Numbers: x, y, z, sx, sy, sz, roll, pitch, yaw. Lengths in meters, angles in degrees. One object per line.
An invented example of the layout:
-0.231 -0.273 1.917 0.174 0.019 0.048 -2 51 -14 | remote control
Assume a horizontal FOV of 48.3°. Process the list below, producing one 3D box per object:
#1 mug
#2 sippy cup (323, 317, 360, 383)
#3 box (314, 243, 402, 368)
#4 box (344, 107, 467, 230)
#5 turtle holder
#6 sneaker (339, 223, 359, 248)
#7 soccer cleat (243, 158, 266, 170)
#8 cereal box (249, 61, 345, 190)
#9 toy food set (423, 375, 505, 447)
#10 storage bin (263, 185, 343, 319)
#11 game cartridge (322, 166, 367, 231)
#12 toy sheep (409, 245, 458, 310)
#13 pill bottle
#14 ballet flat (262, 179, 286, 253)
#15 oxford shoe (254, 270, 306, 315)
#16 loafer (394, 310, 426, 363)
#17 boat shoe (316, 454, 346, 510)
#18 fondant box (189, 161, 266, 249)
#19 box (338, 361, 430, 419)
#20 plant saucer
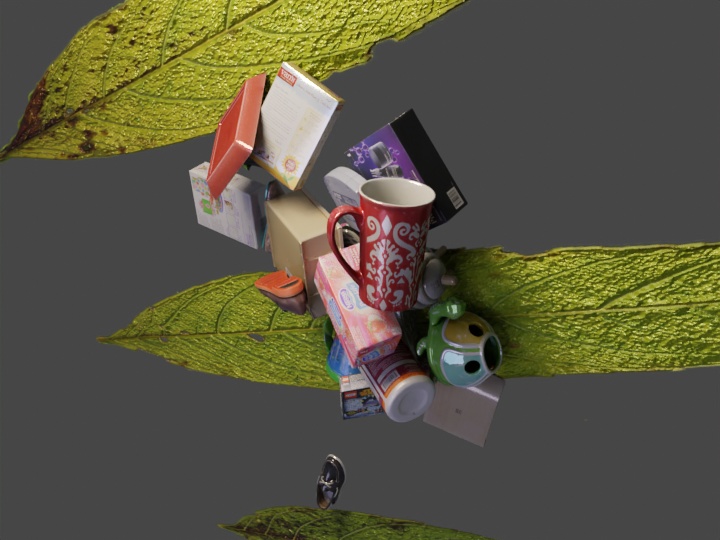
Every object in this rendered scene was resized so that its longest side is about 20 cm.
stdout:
0.035 -0.046 1.399 0.174 0.134 0.204 8 116 9 | mug
-0.005 0.164 1.767 0.174 0.140 0.132 11 120 4 | sippy cup
-0.007 0.067 1.528 0.103 0.093 0.202 109 140 -63 | box
0.081 -0.169 1.467 0.140 0.079 0.202 -23 102 52 | box
0.198 0.134 1.543 0.130 0.140 0.189 2 100 42 | turtle holder
0.000 0.000 1.660 0.073 0.087 0.202 -16 107 48 | sneaker
-0.191 -0.254 1.679 0.198 0.068 0.081 -2 135 45 | soccer cleat
-0.132 -0.279 1.557 0.143 0.039 0.202 38 114 15 | cereal box
0.218 0.277 1.697 0.141 0.061 0.202 21 134 15 | toy food set
-0.112 -0.037 1.676 0.200 0.092 0.201 46 149 48 | storage bin
-0.009 -0.132 1.540 0.134 0.041 0.200 57 170 -23 | game cartridge
0.104 0.010 1.535 0.198 0.138 0.140 -3 118 44 | toy sheep
0.059 0.194 1.594 0.201 0.108 0.111 -126 28 -46 | pill bottle
-0.176 -0.115 1.772 0.066 0.069 0.202 18 139 7 | ballet flat
-0.166 0.050 1.664 0.199 0.070 0.074 21 133 65 | oxford shoe
0.085 0.122 1.686 0.069 0.070 0.203 4 123 31 | loafer
-0.087 0.583 2.204 0.073 0.060 0.202 33 137 21 | boat shoe
-0.299 -0.151 1.855 0.198 0.058 0.146 22 132 30 | fondant box
0.054 0.259 1.719 0.138 0.196 0.040 88 172 -54 | box
-0.257 -0.275 1.626 0.036 0.203 0.200 19 147 -23 | plant saucer
